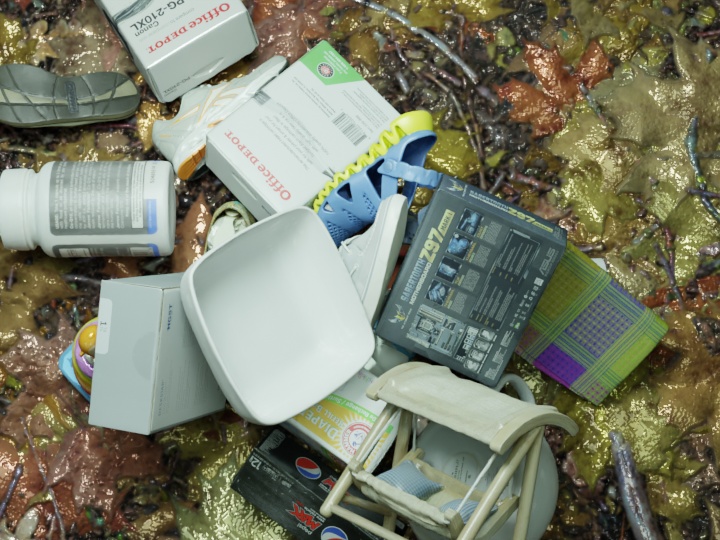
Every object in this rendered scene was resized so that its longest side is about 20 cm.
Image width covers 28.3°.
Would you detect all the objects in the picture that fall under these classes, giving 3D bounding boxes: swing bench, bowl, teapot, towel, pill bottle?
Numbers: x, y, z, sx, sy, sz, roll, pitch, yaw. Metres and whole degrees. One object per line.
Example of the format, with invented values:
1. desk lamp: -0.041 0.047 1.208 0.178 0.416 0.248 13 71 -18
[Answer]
1. swing bench: 0.093 0.208 1.516 0.198 0.129 0.202 17 83 44
2. bowl: -0.099 0.052 1.544 0.199 0.074 0.202 -31 98 -38
3. teapot: 0.154 0.248 1.634 0.200 0.145 0.198 -49 48 14
4. towel: 0.249 0.059 1.669 0.199 0.023 0.144 35 109 -19
5. pill bottle: -0.322 -0.073 1.694 0.197 0.114 0.115 0 79 -2

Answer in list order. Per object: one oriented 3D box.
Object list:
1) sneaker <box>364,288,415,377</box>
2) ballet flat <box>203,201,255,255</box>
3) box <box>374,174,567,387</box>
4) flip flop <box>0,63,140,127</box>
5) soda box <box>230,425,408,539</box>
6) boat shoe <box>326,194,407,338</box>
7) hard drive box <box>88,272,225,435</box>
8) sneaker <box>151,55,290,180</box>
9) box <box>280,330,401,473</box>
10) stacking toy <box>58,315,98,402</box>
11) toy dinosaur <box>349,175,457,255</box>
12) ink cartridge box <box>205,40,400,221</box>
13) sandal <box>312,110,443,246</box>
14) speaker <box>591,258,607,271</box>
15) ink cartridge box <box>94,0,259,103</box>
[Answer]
1. sneaker: -0.008 0.036 1.705 0.080 0.077 0.201 -34 91 -7
2. ballet flat: -0.167 0.013 1.706 0.070 0.071 0.203 10 79 0
3. box: 0.123 0.014 1.607 0.156 0.051 0.202 23 116 0
4. flip flop: -0.371 -0.208 1.753 0.197 0.058 0.082 -3 74 -18
5. soda box: -0.048 0.273 1.648 0.199 0.063 0.071 37 119 5
6. boat shoe: 0.000 0.000 1.614 0.068 0.072 0.202 21 120 7
7. hard drive box: -0.214 0.086 1.582 0.076 0.200 0.158 8 94 18
8. sneaker: -0.174 -0.207 1.749 0.200 0.076 0.092 -42 71 -14
9. box: -0.046 0.147 1.660 0.199 0.113 0.102 35 79 4
10. stacking toy: -0.287 0.090 1.618 0.110 0.200 0.116 42 80 7
11. toy dinosaur: 0.078 -0.033 1.694 0.200 0.104 0.182 -49 58 22
12. ink cartridge box: -0.069 -0.154 1.711 0.200 0.084 0.146 -40 78 -20
13. sandal: 0.022 -0.089 1.634 0.200 0.079 0.088 -44 64 26
14. speaker: 0.193 0.028 1.708 0.197 0.081 0.082 -1 79 -1
15. ink cartridge box: -0.237 -0.328 1.740 0.144 0.085 0.201 -32 68 -7
